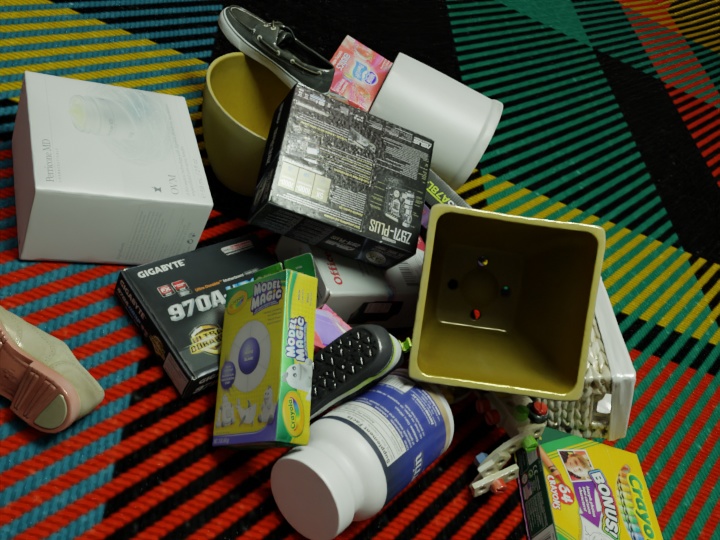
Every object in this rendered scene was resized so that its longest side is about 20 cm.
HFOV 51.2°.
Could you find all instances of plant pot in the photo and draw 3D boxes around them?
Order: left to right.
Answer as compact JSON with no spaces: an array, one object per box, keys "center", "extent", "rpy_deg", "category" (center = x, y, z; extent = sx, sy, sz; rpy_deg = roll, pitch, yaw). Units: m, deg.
[{"center":[-0.144,-0.191,1.074],"extent":[0.199,0.142,0.201],"rpy_deg":[19,43,-18],"category":"plant pot"},{"center":[0.157,0.030,0.911],"extent":[0.194,0.196,0.200],"rpy_deg":[8,4,-1],"category":"plant pot"}]

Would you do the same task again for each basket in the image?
[{"center":[0.286,0.119,1.033],"extent":[0.122,0.136,0.201],"rpy_deg":[-5,40,5],"category":"basket"}]

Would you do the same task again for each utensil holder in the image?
[{"center":[0.118,-0.260,1.301],"extent":[0.199,0.170,0.170],"rpy_deg":[28,40,-4],"category":"utensil holder"}]

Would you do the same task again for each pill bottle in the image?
[{"center":[0.004,0.196,0.814],"extent":[0.116,0.116,0.200],"rpy_deg":[47,42,15],"category":"pill bottle"}]

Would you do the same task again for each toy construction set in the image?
[{"center":[0.154,0.178,0.945],"extent":[0.130,0.092,0.201],"rpy_deg":[-7,54,-26],"category":"toy construction set"}]

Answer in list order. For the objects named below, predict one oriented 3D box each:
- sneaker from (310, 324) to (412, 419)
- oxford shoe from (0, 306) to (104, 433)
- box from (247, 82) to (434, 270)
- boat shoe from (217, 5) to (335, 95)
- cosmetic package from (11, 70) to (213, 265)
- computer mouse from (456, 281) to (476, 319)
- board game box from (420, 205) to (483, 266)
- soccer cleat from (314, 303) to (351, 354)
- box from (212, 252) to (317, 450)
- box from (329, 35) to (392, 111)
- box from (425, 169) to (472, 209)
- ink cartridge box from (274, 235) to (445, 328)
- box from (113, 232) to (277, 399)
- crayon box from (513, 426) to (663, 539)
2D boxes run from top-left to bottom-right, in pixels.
[{"center":[-0.032,0.126,0.828],"extent":[0.083,0.199,0.072],"rpy_deg":[27,41,-58],"category":"sneaker"},{"center":[-0.343,0.082,0.746],"extent":[0.200,0.071,0.074],"rpy_deg":[41,15,9],"category":"oxford shoe"},{"center":[-0.021,-0.113,0.941],"extent":[0.199,0.086,0.165],"rpy_deg":[18,69,-21],"category":"box"},{"center":[-0.115,-0.319,1.064],"extent":[0.200,0.057,0.069],"rpy_deg":[40,41,7],"category":"boat shoe"},{"center":[-0.306,-0.119,0.912],"extent":[0.199,0.123,0.200],"rpy_deg":[2,50,-31],"category":"cosmetic package"},{"center":[0.131,0.039,1.052],"extent":[0.059,0.034,0.201],"rpy_deg":[-17,95,-60],"category":"computer mouse"},{"center":[0.101,-0.067,1.119],"extent":[0.200,0.032,0.120],"rpy_deg":[45,-3,-12],"category":"board game box"},{"center":[-0.028,0.083,0.903],"extent":[0.199,0.066,0.077],"rpy_deg":[25,62,-38],"category":"soccer cleat"},{"center":[-0.099,0.084,0.793],"extent":[0.048,0.117,0.201],"rpy_deg":[20,64,-39],"category":"box"},{"center":[-0.024,-0.312,1.310],"extent":[0.102,0.095,0.200],"rpy_deg":[30,40,-6],"category":"box"},{"center":[0.119,-0.099,1.151],"extent":[0.193,0.048,0.200],"rpy_deg":[42,1,10],"category":"box"},{"center":[0.000,0.000,1.028],"extent":[0.199,0.083,0.146],"rpy_deg":[1,50,-34],"category":"ink cartridge box"},{"center":[-0.166,0.047,0.899],"extent":[0.199,0.046,0.159],"rpy_deg":[-20,64,-44],"category":"box"},{"center":[0.290,0.308,0.940],"extent":[0.172,0.058,0.201],"rpy_deg":[18,42,-18],"category":"crayon box"}]
